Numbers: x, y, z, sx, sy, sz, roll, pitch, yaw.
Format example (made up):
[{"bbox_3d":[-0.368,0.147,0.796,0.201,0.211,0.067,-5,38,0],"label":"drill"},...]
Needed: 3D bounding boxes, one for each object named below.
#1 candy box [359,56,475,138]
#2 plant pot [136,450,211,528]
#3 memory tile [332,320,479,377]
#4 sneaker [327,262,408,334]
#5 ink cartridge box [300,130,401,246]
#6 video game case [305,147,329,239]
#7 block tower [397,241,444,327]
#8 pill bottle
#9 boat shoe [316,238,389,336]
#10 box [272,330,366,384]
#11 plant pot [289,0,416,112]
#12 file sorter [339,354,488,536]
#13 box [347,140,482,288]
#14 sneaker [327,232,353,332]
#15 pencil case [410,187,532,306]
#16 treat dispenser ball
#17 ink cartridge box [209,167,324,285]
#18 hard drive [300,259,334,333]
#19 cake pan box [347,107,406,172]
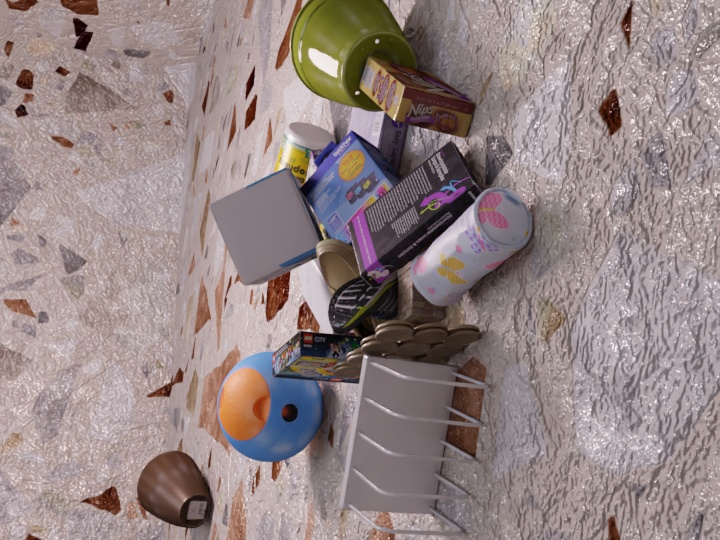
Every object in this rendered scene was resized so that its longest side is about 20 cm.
[{"bbox_3d":[0.080,-0.261,1.432,0.200,0.115,0.057,-124,48,-63],"label":"candy box"},{"bbox_3d":[-0.484,0.613,2.598,0.199,0.184,0.191,18,99,55],"label":"plant pot"},{"bbox_3d":[0.059,0.108,1.284,0.200,0.151,0.017,134,134,-56],"label":"memory tile"},{"bbox_3d":[0.024,0.045,1.422,0.073,0.200,0.082,3,119,38],"label":"sneaker"},{"bbox_3d":[-0.009,-0.126,1.541,0.137,0.076,0.201,-46,48,14],"label":"ink cartridge box"},{"bbox_3d":[-0.064,-0.092,1.771,0.201,0.035,0.184,109,146,-59],"label":"video game case"},{"bbox_3d":[0.087,-0.014,1.400,0.058,0.053,0.204,140,135,-62],"label":"block tower"},{"bbox_3d":[-0.127,-0.194,1.991,0.113,0.111,0.203,-115,39,-57],"label":"pill bottle"},{"bbox_3d":[-0.012,0.038,1.482,0.071,0.201,0.066,-10,39,26],"label":"boat shoe"},{"bbox_3d":[-0.018,0.132,1.418,0.136,0.196,0.038,141,132,-61],"label":"box"},{"bbox_3d":[0.000,-0.355,1.593,0.193,0.197,0.204,-127,49,-58],"label":"plant pot"},{"bbox_3d":[0.071,0.226,1.225,0.124,0.136,0.204,-165,85,-67],"label":"file sorter"},{"bbox_3d":[0.074,-0.081,1.334,0.199,0.036,0.144,-39,29,15],"label":"box"},{"bbox_3d":[0.000,0.000,1.599,0.088,0.080,0.204,-11,88,62],"label":"sneaker"},{"bbox_3d":[0.139,-0.027,1.221,0.091,0.083,0.200,-44,-2,-31],"label":"pencil case"},{"bbox_3d":[-0.167,0.253,1.785,0.200,0.197,0.205,-171,90,-70],"label":"treat dispenser ball"},{"bbox_3d":[-0.149,-0.070,1.630,0.200,0.145,0.148,3,-118,-88],"label":"ink cartridge box"},{"bbox_3d":[-0.072,0.042,1.777,0.200,0.026,0.134,-125,28,-54],"label":"hard drive"},{"bbox_3d":[0.016,-0.194,1.684,0.184,0.051,0.204,-158,77,-68],"label":"cake pan box"}]
